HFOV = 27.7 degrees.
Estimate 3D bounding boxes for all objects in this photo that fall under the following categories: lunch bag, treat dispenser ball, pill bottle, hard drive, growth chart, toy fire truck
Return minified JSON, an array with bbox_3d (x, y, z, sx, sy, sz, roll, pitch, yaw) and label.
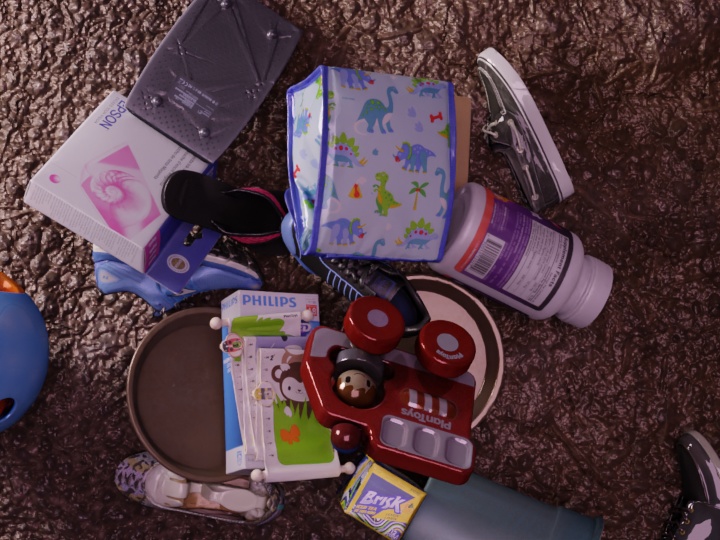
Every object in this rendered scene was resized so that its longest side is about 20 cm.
[{"bbox_3d":[0.011,-0.109,1.606,0.169,0.127,0.201,2,78,-24],"label":"lunch bag"},{"bbox_3d":[-0.441,0.090,1.591,0.199,0.201,0.202,0,87,-4],"label":"treat dispenser ball"},{"bbox_3d":[0.186,-0.011,1.679,0.199,0.111,0.112,26,85,-16],"label":"pill bottle"},{"bbox_3d":[-0.170,-0.229,1.690,0.134,0.042,0.201,32,72,-2],"label":"hard drive"},{"bbox_3d":[-0.080,0.139,1.614,0.144,0.018,0.201,-10,82,-29],"label":"growth chart"},{"bbox_3d":[0.032,0.134,1.561,0.199,0.112,0.168,18,43,-8],"label":"toy fire truck"}]

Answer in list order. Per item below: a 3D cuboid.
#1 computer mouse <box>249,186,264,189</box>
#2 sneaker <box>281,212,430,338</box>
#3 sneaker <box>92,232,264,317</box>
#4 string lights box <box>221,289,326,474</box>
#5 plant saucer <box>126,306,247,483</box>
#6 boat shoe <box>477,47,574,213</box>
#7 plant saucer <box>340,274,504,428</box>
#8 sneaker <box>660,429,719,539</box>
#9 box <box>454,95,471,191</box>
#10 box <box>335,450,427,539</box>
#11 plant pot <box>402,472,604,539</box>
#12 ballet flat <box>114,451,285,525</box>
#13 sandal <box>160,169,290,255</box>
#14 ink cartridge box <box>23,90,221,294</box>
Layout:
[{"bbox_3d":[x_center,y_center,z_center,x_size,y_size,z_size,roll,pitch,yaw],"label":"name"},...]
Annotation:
[{"bbox_3d":[-0.042,-0.133,1.710,0.109,0.044,0.201,33,85,-3],"label":"computer mouse"},{"bbox_3d":[0.000,0.000,1.627,0.200,0.078,0.070,41,75,-14],"label":"sneaker"},{"bbox_3d":[-0.210,0.006,1.684,0.199,0.079,0.090,6,108,-9],"label":"sneaker"},{"bbox_3d":[-0.099,0.128,1.651,0.102,0.059,0.201,3,75,-26],"label":"string lights box"},{"bbox_3d":[-0.173,0.142,1.661,0.199,0.029,0.201,7,74,-25],"label":"plant saucer"},{"bbox_3d":[0.180,-0.164,1.715,0.063,0.071,0.201,-28,91,-6],"label":"boat shoe"},{"bbox_3d":[0.068,0.106,1.705,0.199,0.029,0.201,0,86,-4],"label":"plant saucer"},{"bbox_3d":[0.379,0.293,1.699,0.106,0.075,0.201,-14,89,-7],"label":"sneaker"},{"bbox_3d":[0.034,-0.129,1.697,0.199,0.021,0.165,4,87,-23],"label":"box"},{"bbox_3d":[0.021,0.248,1.614,0.070,0.200,0.065,31,86,-1],"label":"box"},{"bbox_3d":[0.141,0.322,1.633,0.195,0.200,0.201,26,85,6],"label":"plant pot"},{"bbox_3d":[-0.183,0.248,1.666,0.199,0.072,0.073,11,86,-3],"label":"ballet flat"},{"bbox_3d":[-0.128,-0.062,1.631,0.199,0.045,0.076,14,87,-34],"label":"sandal"},{"bbox_3d":[-0.243,-0.092,1.637,0.199,0.043,0.197,30,42,-1],"label":"ink cartridge box"}]
